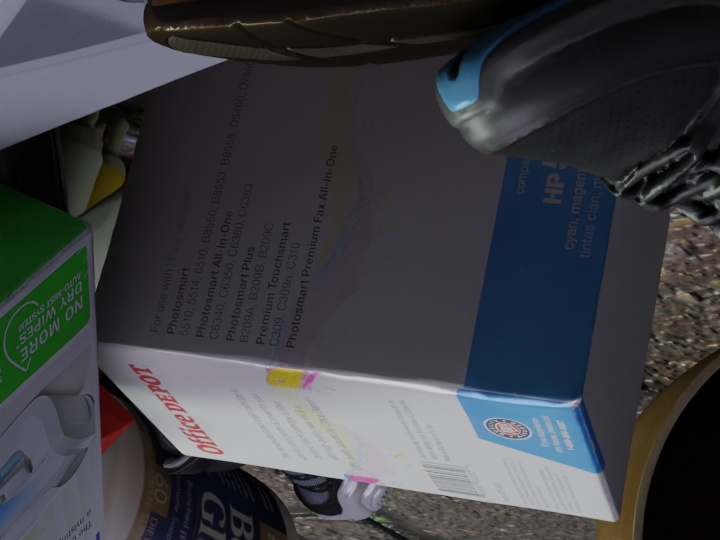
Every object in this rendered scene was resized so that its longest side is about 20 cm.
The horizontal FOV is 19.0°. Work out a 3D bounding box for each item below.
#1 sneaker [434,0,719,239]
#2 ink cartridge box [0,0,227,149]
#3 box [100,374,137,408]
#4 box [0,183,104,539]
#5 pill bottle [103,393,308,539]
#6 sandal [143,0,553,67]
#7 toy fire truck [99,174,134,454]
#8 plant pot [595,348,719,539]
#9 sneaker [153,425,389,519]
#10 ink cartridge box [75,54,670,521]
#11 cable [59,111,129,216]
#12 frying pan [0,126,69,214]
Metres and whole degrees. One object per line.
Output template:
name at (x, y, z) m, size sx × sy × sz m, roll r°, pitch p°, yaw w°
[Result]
sneaker at (0.111, -0.037, 0.590) m, size 0.199 × 0.082 × 0.073 m, roll -2°, pitch 169°, yaw -33°
ink cartridge box at (-0.092, -0.096, 0.557) m, size 0.199 × 0.041 × 0.200 m, roll -22°, pitch 158°, yaw -4°
box at (-0.215, 0.050, 1.105) m, size 0.199 × 0.050 × 0.159 m, roll 20°, pitch 162°, yaw -31°
box at (-0.189, 0.039, 0.710) m, size 0.199 × 0.097 × 0.177 m, roll 24°, pitch 133°, yaw 21°
pill bottle at (-0.098, 0.138, 1.055) m, size 0.111 × 0.112 × 0.200 m, roll -2°, pitch 156°, yaw 34°
sandal at (0.039, -0.096, 0.566) m, size 0.199 × 0.055 × 0.082 m, roll -16°, pitch 173°, yaw 5°
toy fire truck at (-0.114, 0.010, 0.904) m, size 0.200 × 0.141 × 0.049 m, roll 44°, pitch -163°, yaw 5°
plant pot at (0.175, 0.114, 0.932) m, size 0.185 × 0.188 × 0.200 m, roll 16°, pitch 173°, yaw -10°
sneaker at (-0.043, 0.070, 1.016) m, size 0.113 × 0.076 × 0.200 m, roll -5°, pitch 156°, yaw -9°
ink cartridge box at (0.000, 0.000, 0.772) m, size 0.199 × 0.126 × 0.129 m, roll 7°, pitch 159°, yaw 16°
cable at (-0.136, 0.025, 0.801) m, size 0.050 × 0.201 × 0.097 m, roll 1°, pitch 169°, yaw 33°
frying pan at (-0.122, -0.001, 0.745) m, size 0.031 × 0.115 × 0.191 m, roll -8°, pitch 128°, yaw -20°
